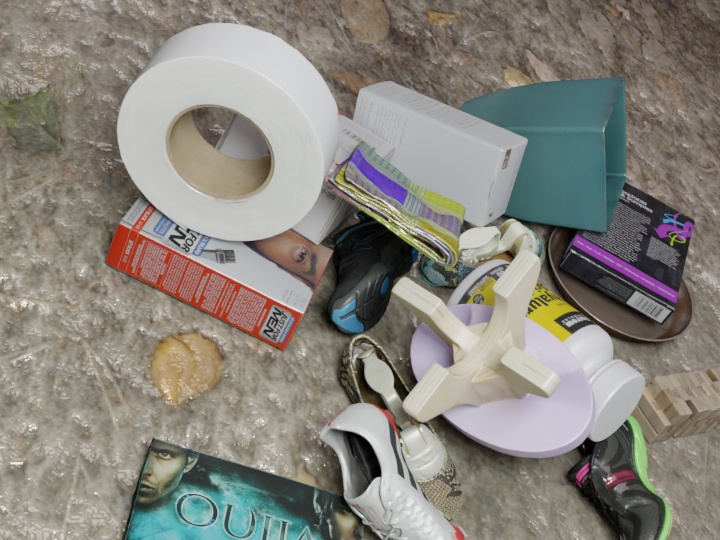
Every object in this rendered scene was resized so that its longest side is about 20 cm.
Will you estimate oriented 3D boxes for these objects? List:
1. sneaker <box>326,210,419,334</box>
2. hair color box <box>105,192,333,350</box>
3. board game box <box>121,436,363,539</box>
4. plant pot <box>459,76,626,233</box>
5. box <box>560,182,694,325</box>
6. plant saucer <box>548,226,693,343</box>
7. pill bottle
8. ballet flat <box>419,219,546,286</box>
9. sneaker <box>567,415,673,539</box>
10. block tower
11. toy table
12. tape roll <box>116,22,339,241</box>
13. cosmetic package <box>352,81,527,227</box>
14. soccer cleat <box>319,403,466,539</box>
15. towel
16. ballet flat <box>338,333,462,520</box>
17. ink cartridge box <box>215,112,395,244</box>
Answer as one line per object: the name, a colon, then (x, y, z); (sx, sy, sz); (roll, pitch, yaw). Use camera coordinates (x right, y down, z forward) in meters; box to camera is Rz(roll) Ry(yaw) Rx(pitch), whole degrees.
sneaker: (0.000, 0.000, 1.218); (0.082, 0.073, 0.200); (19, 33, 14)
hair color box: (-0.140, -0.015, 1.147); (0.200, 0.064, 0.111); (27, 40, -4)
board game box: (-0.096, 0.227, 0.952); (0.200, 0.028, 0.135); (19, 42, -11)
plant pot: (0.214, -0.147, 1.388); (0.200, 0.142, 0.141); (6, 36, 21)
box: (0.335, -0.035, 1.408); (0.143, 0.036, 0.200); (30, 42, 2)
plant saucer: (0.314, 0.017, 1.393); (0.200, 0.032, 0.200); (16, 42, -15)
pill bottle: (0.187, 0.084, 1.162); (0.111, 0.111, 0.200); (-19, 46, -41)
ballet flat: (0.158, -0.026, 1.322); (0.200, 0.074, 0.074); (-16, 58, -40)
sneaker: (0.250, 0.221, 1.128); (0.084, 0.077, 0.200); (9, 35, -12)
block tower: (0.399, 0.148, 1.291); (0.200, 0.054, 0.058); (-6, 52, -33)
toy table: (0.120, 0.080, 1.054); (0.200, 0.117, 0.184); (19, 71, 30)
tape roll: (-0.124, -0.127, 1.066); (0.202, 0.203, 0.071); (24, 40, -6)
cosmetic package: (0.085, -0.140, 1.327); (0.200, 0.102, 0.074); (27, 30, 23)
soccer cleat: (0.029, 0.209, 0.985); (0.085, 0.069, 0.200); (-8, 67, -57)
towel: (0.042, -0.070, 1.114); (0.144, 0.023, 0.200); (34, 18, -2)
ballet flat: (0.034, 0.143, 1.073); (0.068, 0.075, 0.200); (-22, 59, -14)
ink cartridge box: (-0.062, -0.121, 1.239); (0.146, 0.083, 0.200); (33, 22, 4)
